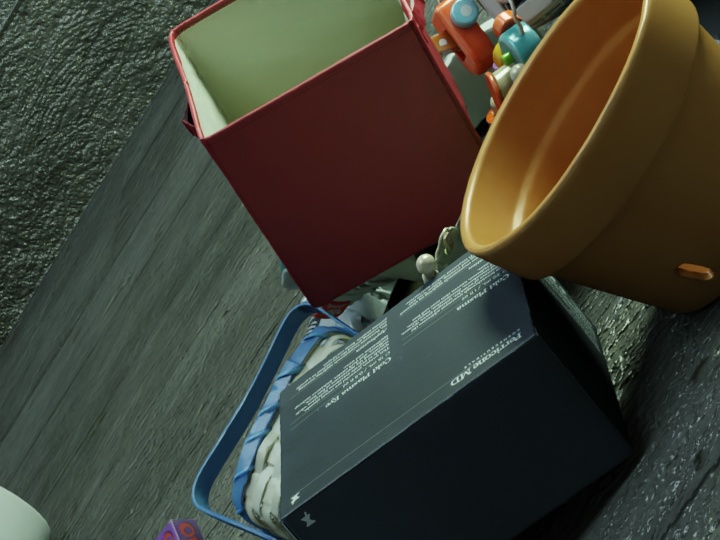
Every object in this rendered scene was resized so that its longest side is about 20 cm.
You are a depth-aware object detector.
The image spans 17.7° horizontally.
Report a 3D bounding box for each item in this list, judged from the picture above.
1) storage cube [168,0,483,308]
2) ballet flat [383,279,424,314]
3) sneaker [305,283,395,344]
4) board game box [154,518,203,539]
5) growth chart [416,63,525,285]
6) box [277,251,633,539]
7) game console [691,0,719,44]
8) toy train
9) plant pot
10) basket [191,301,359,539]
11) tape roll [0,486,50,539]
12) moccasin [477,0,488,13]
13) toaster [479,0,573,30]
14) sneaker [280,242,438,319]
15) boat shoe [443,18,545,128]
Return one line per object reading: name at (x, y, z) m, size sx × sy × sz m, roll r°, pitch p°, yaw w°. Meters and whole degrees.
storage cube at (-0.018, -0.116, 1.725) m, size 0.199 × 0.180 × 0.171 m, roll -30°, pitch 35°, yaw 6°
ballet flat at (0.057, -0.008, 1.839) m, size 0.067 × 0.046 × 0.201 m, roll 9°, pitch 66°, yaw 42°
sneaker at (0.019, 0.012, 1.899) m, size 0.115 × 0.075 × 0.201 m, roll -51°, pitch 15°, yaw 40°
board game box at (-0.127, 0.303, 1.738) m, size 0.120 × 0.032 × 0.201 m, roll -53°, pitch 51°, yaw 40°
growth chart at (0.089, -0.042, 1.611) m, size 0.145 × 0.018 × 0.201 m, roll 78°, pitch -147°, yaw -56°
box at (0.053, 0.096, 1.457) m, size 0.199 × 0.104 × 0.182 m, roll -37°, pitch 18°, yaw 13°
game console at (0.211, -0.149, 1.668) m, size 0.176 × 0.116 × 0.201 m, roll 80°, pitch -150°, yaw -63°
toy train at (0.096, -0.166, 1.790) m, size 0.055 × 0.151 × 0.200 m, roll -35°, pitch 0°, yaw -8°
plant pot at (0.171, -0.065, 1.408) m, size 0.201 × 0.139 × 0.200 m, roll -54°, pitch 16°, yaw 23°
basket at (-0.028, 0.127, 1.681) m, size 0.199 × 0.139 × 0.177 m, roll 26°, pitch 86°, yaw 45°
tape roll at (-0.473, 0.309, 2.758) m, size 0.202 × 0.202 × 0.071 m, roll -36°, pitch 28°, yaw 58°
moccasin at (0.157, -0.289, 1.986) m, size 0.201 × 0.077 × 0.074 m, roll -39°, pitch 26°, yaw 55°
toaster at (0.162, -0.269, 1.797) m, size 0.129 × 0.114 × 0.200 m, roll -36°, pitch 1°, yaw -35°
sneaker at (-0.001, 0.000, 1.829) m, size 0.199 × 0.070 × 0.094 m, roll 23°, pitch 101°, yaw 53°
boat shoe at (0.095, -0.169, 1.990) m, size 0.201 × 0.070 × 0.072 m, roll -49°, pitch 22°, yaw 46°
